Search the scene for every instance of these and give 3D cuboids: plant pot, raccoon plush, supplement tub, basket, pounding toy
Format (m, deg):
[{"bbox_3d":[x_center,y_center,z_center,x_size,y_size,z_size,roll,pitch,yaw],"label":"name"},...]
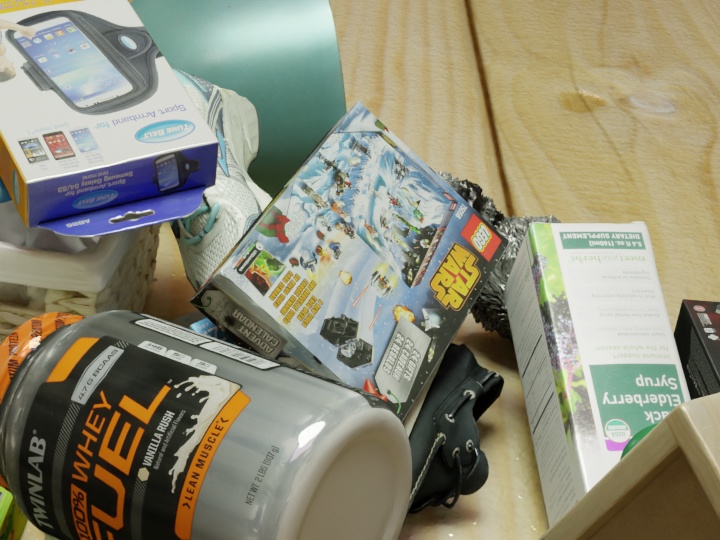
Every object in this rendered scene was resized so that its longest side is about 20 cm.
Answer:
[{"bbox_3d":[-0.108,-0.143,1.308,0.161,0.201,0.201,-10,32,-9],"label":"plant pot"},{"bbox_3d":[0.111,0.024,1.131,0.200,0.097,0.134,20,21,-30],"label":"raccoon plush"},{"bbox_3d":[-0.086,0.092,0.818,0.200,0.123,0.123,16,29,30],"label":"supplement tub"},{"bbox_3d":[-0.211,-0.010,1.103,0.135,0.123,0.200,10,28,3],"label":"basket"},{"bbox_3d":[0.205,0.130,0.834,0.142,0.184,0.200,-11,62,-32],"label":"pounding toy"}]

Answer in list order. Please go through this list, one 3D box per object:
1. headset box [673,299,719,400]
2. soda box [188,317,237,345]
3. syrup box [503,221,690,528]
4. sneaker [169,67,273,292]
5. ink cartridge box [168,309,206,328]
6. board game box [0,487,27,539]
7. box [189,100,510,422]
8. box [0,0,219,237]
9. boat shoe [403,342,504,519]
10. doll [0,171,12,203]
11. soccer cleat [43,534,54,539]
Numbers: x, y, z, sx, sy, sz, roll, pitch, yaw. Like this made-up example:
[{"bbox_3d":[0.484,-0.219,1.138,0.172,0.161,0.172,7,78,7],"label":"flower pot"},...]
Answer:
[{"bbox_3d":[0.318,0.092,1.113,0.200,0.075,0.149,5,29,-6],"label":"headset box"},{"bbox_3d":[-0.027,0.046,1.052,0.200,0.068,0.064,-23,62,-44],"label":"soda box"},{"bbox_3d":[0.148,0.073,1.020,0.079,0.081,0.200,0,56,-11],"label":"syrup box"},{"bbox_3d":[-0.110,-0.053,1.062,0.086,0.078,0.200,30,28,-36],"label":"sneaker"},{"bbox_3d":[-0.058,0.049,1.129,0.095,0.037,0.200,31,34,32],"label":"ink cartridge box"},{"bbox_3d":[-0.241,0.149,0.891,0.102,0.048,0.200,8,29,0],"label":"board game box"},{"bbox_3d":[0.000,0.000,1.016,0.137,0.040,0.200,43,42,-6],"label":"box"},{"bbox_3d":[-0.169,-0.099,1.010,0.119,0.041,0.200,-15,46,-24],"label":"box"},{"bbox_3d":[0.048,0.108,1.019,0.066,0.075,0.199,27,25,0],"label":"boat shoe"},{"bbox_3d":[-0.257,-0.073,1.026,0.200,0.048,0.136,-1,32,-17],"label":"doll"},{"bbox_3d":[-0.134,0.168,0.875,0.078,0.069,0.200,-1,23,-7],"label":"soccer cleat"}]
